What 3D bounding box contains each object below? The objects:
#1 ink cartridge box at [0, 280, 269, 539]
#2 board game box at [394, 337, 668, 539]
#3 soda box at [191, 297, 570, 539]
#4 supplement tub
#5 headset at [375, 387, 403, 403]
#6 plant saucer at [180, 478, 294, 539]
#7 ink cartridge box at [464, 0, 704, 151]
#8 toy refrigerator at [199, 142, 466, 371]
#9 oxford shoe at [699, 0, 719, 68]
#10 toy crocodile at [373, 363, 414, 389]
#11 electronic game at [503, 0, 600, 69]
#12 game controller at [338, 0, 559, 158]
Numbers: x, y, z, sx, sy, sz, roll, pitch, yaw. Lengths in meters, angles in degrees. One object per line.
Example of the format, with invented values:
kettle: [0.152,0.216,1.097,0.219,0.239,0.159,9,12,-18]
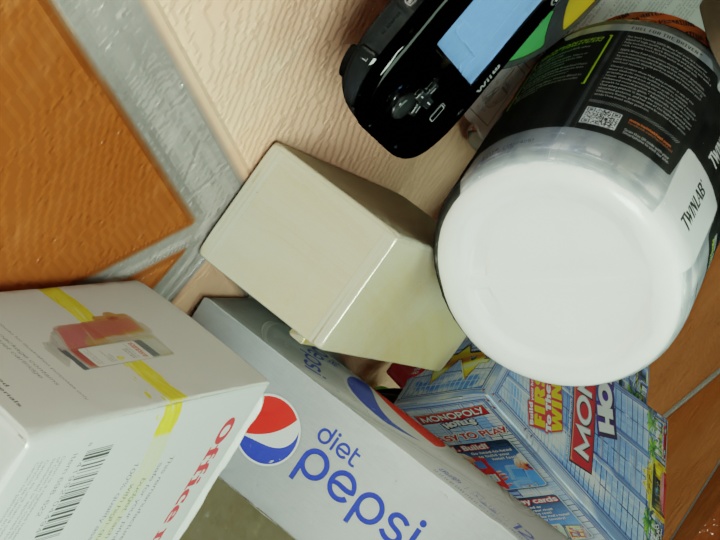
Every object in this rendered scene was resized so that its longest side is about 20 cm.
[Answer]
ink cartridge box: [-0.141,0.086,0.898,0.145,0.083,0.200,-57,162,15]
board game box: [0.100,0.057,1.269,0.200,0.062,0.200,34,54,-49]
soda box: [-0.004,0.095,1.066,0.068,0.200,0.063,-57,162,10]
supplement tub: [0.118,-0.043,1.093,0.123,0.122,0.200,-65,174,35]
headset: [-0.016,0.151,1.297,0.200,0.124,0.094,-38,168,24]
plant saucer: [-0.059,0.157,1.195,0.200,0.029,0.201,-14,108,-50]
ink cartridge box: [0.107,-0.131,1.202,0.161,0.050,0.200,-53,143,-1]
toy refrigerator: [0.000,0.000,1.103,0.070,0.076,0.200,-54,163,6]
oxford shoe: [0.203,-0.159,1.149,0.071,0.200,0.071,-31,133,20]
toy crocodile: [0.040,0.068,1.353,0.062,0.067,0.200,20,105,-52]
electronic game: [0.101,-0.180,1.047,0.200,0.042,0.200,-44,156,-25]
game controller: [0.069,-0.133,0.968,0.200,0.042,0.104,-49,152,2]
